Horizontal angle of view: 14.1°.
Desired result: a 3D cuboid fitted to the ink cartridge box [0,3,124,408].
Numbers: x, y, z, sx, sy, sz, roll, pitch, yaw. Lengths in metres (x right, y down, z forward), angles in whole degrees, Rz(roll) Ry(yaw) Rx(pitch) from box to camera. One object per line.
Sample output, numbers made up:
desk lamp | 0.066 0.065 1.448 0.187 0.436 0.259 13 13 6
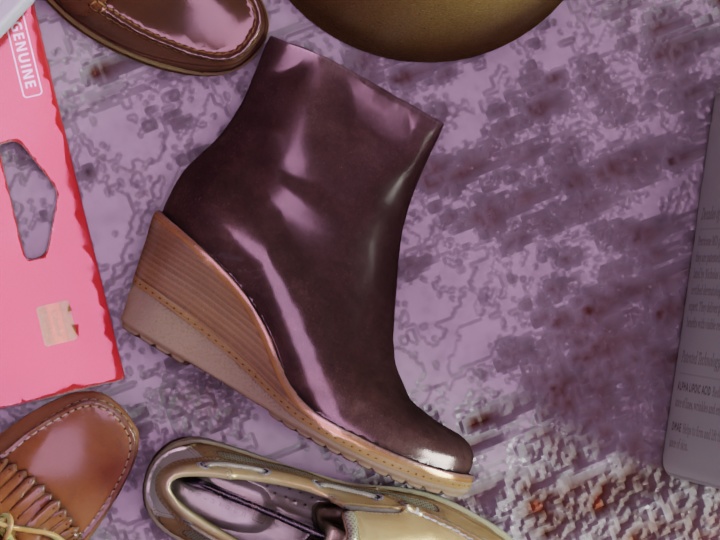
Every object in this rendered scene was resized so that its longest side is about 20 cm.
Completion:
ink cartridge box | -0.220 -0.021 1.398 0.176 0.045 0.200 -14 92 -7

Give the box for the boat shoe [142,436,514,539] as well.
boat shoe | -0.009 0.134 1.409 0.200 0.076 0.072 15 87 -8

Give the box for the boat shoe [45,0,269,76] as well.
boat shoe | -0.132 -0.160 1.400 0.200 0.068 0.072 35 85 -6

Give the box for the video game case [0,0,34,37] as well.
video game case | -0.281 -0.133 1.356 0.200 0.024 0.182 37 62 2

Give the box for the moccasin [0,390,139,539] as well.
moccasin | -0.186 0.135 1.382 0.201 0.078 0.074 -38 98 -7

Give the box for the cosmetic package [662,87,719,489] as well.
cosmetic package | 0.254 0.016 1.403 0.165 0.165 0.200 9 88 -8

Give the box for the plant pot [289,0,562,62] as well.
plant pot | 0.044 -0.198 1.360 0.186 0.200 0.187 0 89 -7

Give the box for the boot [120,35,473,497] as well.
boot | 0.000 0.000 1.413 0.200 0.072 0.166 31 87 -3
